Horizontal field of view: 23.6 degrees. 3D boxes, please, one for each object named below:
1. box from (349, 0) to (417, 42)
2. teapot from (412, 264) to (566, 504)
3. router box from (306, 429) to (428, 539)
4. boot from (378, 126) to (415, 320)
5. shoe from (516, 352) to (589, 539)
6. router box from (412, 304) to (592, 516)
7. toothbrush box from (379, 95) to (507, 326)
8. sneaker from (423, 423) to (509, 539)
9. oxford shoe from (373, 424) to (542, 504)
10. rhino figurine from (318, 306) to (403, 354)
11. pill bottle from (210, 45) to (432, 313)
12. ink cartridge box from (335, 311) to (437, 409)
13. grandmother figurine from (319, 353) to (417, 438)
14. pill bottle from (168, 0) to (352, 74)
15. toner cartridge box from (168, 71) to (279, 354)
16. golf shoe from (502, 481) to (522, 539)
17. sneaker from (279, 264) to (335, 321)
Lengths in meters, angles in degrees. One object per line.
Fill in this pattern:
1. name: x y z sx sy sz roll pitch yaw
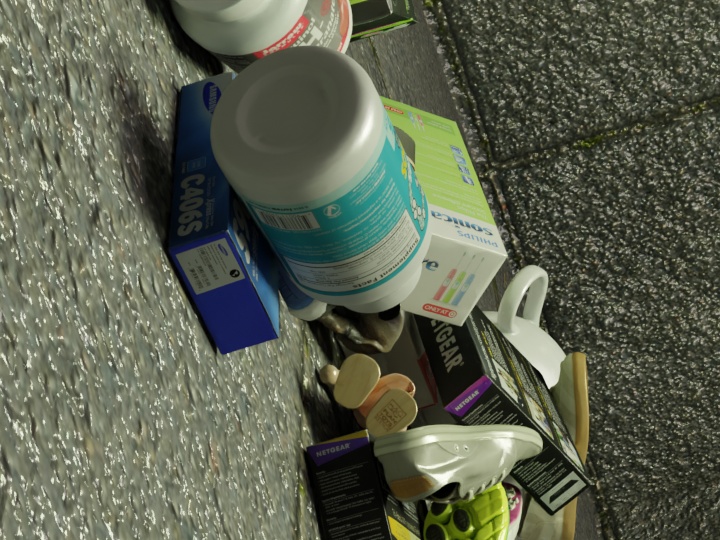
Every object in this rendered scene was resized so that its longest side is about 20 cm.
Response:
1. box: -0.043 -0.258 1.507 0.200 0.148 0.125 -33 108 -81
2. teapot: 0.121 0.121 1.702 0.146 0.197 0.200 45 26 -69
3. router box: 0.022 0.226 1.352 0.200 0.052 0.158 53 22 -66
4. boot: -0.014 -0.048 1.264 0.200 0.077 0.139 20 67 -55
5. shoe: 0.182 0.171 1.625 0.070 0.053 0.200 -83 177 -70
6. router box: 0.120 0.105 1.517 0.149 0.051 0.200 46 12 -22
7. toothbrush box: 0.023 -0.061 1.474 0.145 0.086 0.200 16 33 -25
8. sneaker: 0.093 0.201 1.425 0.200 0.074 0.084 -92 158 -63
9. oxford shoe: 0.078 0.151 1.336 0.200 0.075 0.058 5 69 -56
10. rhino figurine: 0.000 0.000 1.529 0.087 0.060 0.200 43 25 -25
11. pill bottle: -0.017 -0.050 1.146 0.200 0.111 0.111 61 15 -55
12. ink cartridge box: 0.022 0.031 1.650 0.200 0.067 0.117 -92 163 -53
13. grandmother figurine: 0.019 0.119 1.429 0.121 0.061 0.200 52 -4 8
14. pill bottle: -0.081 -0.209 1.306 0.200 0.110 0.111 26 49 -74
15. toner cartridge box: -0.091 -0.043 1.178 0.200 0.043 0.095 -95 166 -53
16. golf shoe: 0.099 0.275 1.593 0.200 0.075 0.092 -51 141 -48
17. sneaker: -0.059 -0.053 1.354 0.077 0.076 0.200 24 47 -48
